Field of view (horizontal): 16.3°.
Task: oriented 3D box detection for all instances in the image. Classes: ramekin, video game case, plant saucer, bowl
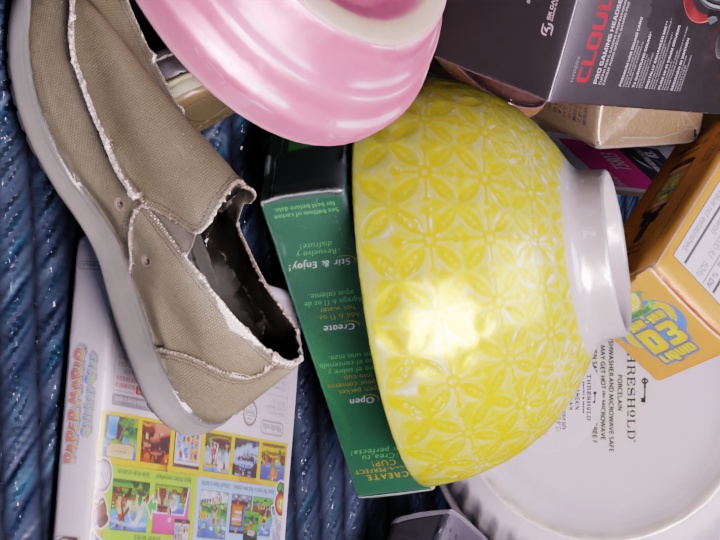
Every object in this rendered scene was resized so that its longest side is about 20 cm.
[{"bbox_3d":[0.131,0.072,1.352,0.105,0.199,0.202,64,31,-80],"label":"ramekin"},{"bbox_3d":[-0.078,0.089,1.099,0.200,0.023,0.183,20,72,-68],"label":"video game case"},{"bbox_3d":[-0.028,-0.154,1.059,0.200,0.051,0.202,29,49,-40],"label":"plant saucer"},{"bbox_3d":[0.070,-0.001,1.193,0.200,0.107,0.202,-7,90,-78],"label":"bowl"}]

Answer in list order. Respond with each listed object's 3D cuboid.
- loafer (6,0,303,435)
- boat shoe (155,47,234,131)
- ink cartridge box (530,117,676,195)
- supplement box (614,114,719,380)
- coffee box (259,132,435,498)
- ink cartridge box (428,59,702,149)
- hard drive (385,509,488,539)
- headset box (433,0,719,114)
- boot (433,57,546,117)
[{"bbox_3d":[-0.075,-0.036,0.993,0.201,0.069,0.075,68,27,-11],"label":"loafer"},{"bbox_3d":[-0.045,-0.115,1.116,0.201,0.072,0.066,-32,90,-49],"label":"boat shoe"},{"bbox_3d":[0.173,-0.096,1.496,0.200,0.164,0.076,26,71,-65],"label":"ink cartridge box"},{"bbox_3d":[0.192,-0.037,1.292,0.069,0.066,0.200,46,55,-11],"label":"supplement box"},{"bbox_3d":[0.000,0.000,1.225,0.123,0.044,0.201,-84,163,-49],"label":"coffee box"},{"bbox_3d":[0.115,-0.182,1.308,0.075,0.165,0.201,-5,112,-33],"label":"ink cartridge box"},{"bbox_3d":[0.042,0.215,1.349,0.136,0.042,0.200,-67,152,-19],"label":"hard drive"},{"bbox_3d":[0.123,-0.153,1.144,0.199,0.075,0.150,0,109,-50],"label":"headset box"},{"bbox_3d":[0.081,-0.193,1.228,0.072,0.166,0.201,-11,74,-40],"label":"boot"}]
